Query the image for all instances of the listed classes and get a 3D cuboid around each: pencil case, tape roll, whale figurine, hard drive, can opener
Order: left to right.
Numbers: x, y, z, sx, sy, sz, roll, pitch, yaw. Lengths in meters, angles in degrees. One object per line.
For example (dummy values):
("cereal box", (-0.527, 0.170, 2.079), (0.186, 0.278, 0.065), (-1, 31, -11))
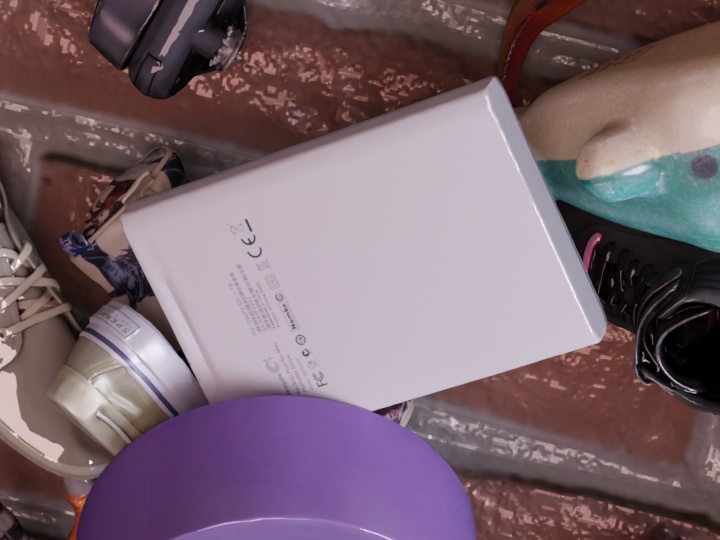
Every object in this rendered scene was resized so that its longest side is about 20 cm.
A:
("can opener", (-0.059, -0.171, 1.435), (0.078, 0.063, 0.200), (35, 105, -2))
("pencil case", (-0.058, 0.031, 1.472), (0.078, 0.089, 0.200), (-43, 96, 1))
("tape roll", (-0.040, 0.161, 1.420), (0.199, 0.085, 0.201), (-1, 131, -1))
("hard drive", (0.000, 0.000, 1.379), (0.199, 0.026, 0.132), (-18, 108, 25))
("whale figurine", (0.144, -0.053, 1.389), (0.199, 0.159, 0.104), (-13, 103, 30))

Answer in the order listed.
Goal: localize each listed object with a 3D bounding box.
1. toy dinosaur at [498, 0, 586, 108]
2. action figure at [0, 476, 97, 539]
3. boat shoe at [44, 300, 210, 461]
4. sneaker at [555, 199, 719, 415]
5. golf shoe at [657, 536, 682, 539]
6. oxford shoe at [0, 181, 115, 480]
("toy dinosaur", (0.130, -0.179, 1.387), (0.181, 0.105, 0.200), (-1, 138, 24))
("action figure", (-0.178, 0.191, 1.522), (0.199, 0.105, 0.194), (-26, 90, 9))
("boat shoe", (-0.094, 0.096, 1.468), (0.062, 0.072, 0.200), (-44, 129, -12))
("sneaker", (0.140, 0.011, 1.408), (0.199, 0.099, 0.071), (20, 113, 32))
("golf shoe", (0.123, 0.229, 1.477), (0.088, 0.077, 0.200), (30, 79, 39))
("oxford shoe", (-0.179, 0.015, 1.473), (0.058, 0.075, 0.201), (-37, 82, 44))
